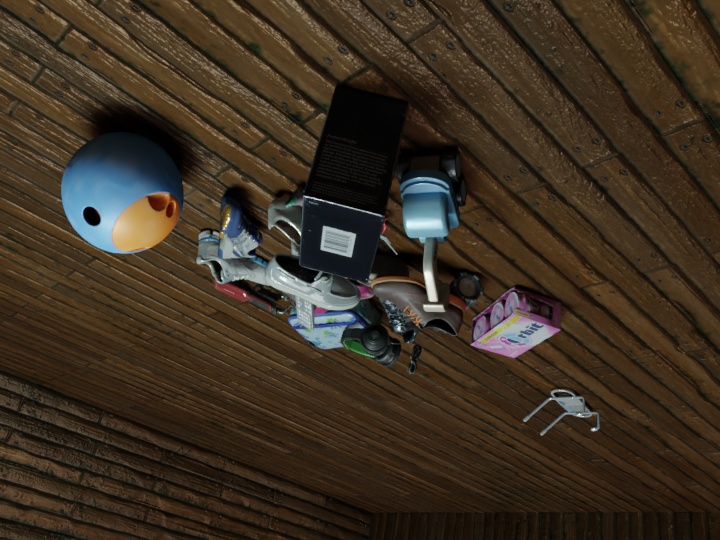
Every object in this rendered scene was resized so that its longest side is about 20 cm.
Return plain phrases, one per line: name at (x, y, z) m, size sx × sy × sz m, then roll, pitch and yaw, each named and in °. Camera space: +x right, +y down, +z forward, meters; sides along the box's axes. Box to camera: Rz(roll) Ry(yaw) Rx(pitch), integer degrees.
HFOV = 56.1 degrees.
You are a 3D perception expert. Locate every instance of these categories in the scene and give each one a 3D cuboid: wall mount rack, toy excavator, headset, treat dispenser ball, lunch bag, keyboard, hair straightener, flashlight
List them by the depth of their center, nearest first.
toy excavator at (0.111, -0.060, 1.081) m, size 0.098 × 0.203 × 0.195 m, roll 1°, pitch 150°, yaw 20°
treat dispenser ball at (-0.402, -0.131, 1.150) m, size 0.196 × 0.204 × 0.202 m, roll 9°, pitch 151°, yaw 5°
keyboard at (-0.119, 0.025, 1.382) m, size 0.056 × 0.011 × 0.204 m, roll 21°, pitch 123°, yaw 41°
flashlight at (0.193, 0.069, 1.429) m, size 0.067 × 0.069 × 0.200 m, roll 12°, pitch 156°, yaw -10°
headset at (0.044, 0.178, 1.492) m, size 0.197 × 0.096 × 0.123 m, roll 0°, pitch 153°, yaw 33°
hair straightener at (-0.232, 0.044, 1.538) m, size 0.197 × 0.077 × 0.042 m, roll 20°, pitch 130°, yaw 15°
lunch bag at (-0.061, 0.115, 1.585) m, size 0.196 × 0.084 × 0.161 m, roll -6°, pitch 144°, yaw 28°
wall mount rack at (0.551, 0.394, 1.848) m, size 0.171 × 0.076 × 0.200 m, roll -12°, pitch 143°, yaw 36°

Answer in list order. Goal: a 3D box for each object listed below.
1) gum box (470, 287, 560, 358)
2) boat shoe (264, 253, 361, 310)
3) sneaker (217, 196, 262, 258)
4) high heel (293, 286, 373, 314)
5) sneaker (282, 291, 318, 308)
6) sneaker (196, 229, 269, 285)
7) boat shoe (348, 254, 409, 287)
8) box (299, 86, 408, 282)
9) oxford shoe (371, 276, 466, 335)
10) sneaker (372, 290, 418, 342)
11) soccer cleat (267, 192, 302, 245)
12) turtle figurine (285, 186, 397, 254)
gum box at (0.331, 0.113, 1.443) m, size 0.111 × 0.067 × 0.200 m, roll 17°, pitch 150°, yaw -12°
boat shoe at (-0.085, 0.019, 1.306) m, size 0.197 × 0.071 × 0.072 m, roll 18°, pitch 143°, yaw -14°
sneaker at (-0.234, -0.084, 1.323) m, size 0.086 × 0.077 × 0.200 m, roll 4°, pitch 159°, yaw -11°
high heel at (-0.070, 0.045, 1.467) m, size 0.196 × 0.069 × 0.096 m, roll -6°, pitch 155°, yaw 22°
sneaker at (-0.094, 0.054, 1.431) m, size 0.076 × 0.084 × 0.198 m, roll -14°, pitch -158°, yaw -42°
sneaker at (-0.273, -0.002, 1.452) m, size 0.198 × 0.088 × 0.074 m, roll 31°, pitch 145°, yaw -33°
boat shoe at (0.000, 0.000, 1.352) m, size 0.197 × 0.075 × 0.074 m, roll 21°, pitch 138°, yaw -14°
box at (-0.014, -0.124, 1.018) m, size 0.121 × 0.202 × 0.201 m, roll 14°, pitch 151°, yaw 0°
oxford shoe at (0.111, 0.068, 1.316) m, size 0.196 × 0.074 × 0.071 m, roll 18°, pitch 151°, yaw -4°
sneaker at (0.086, 0.090, 1.481) m, size 0.073 × 0.082 × 0.200 m, roll -8°, pitch 145°, yaw 31°
soccer cleat at (-0.086, -0.071, 1.265) m, size 0.197 × 0.079 × 0.069 m, roll 24°, pitch 149°, yaw -22°
turtle figurine at (-0.032, -0.081, 1.204) m, size 0.199 × 0.101 × 0.149 m, roll 41°, pitch 120°, yaw -17°
